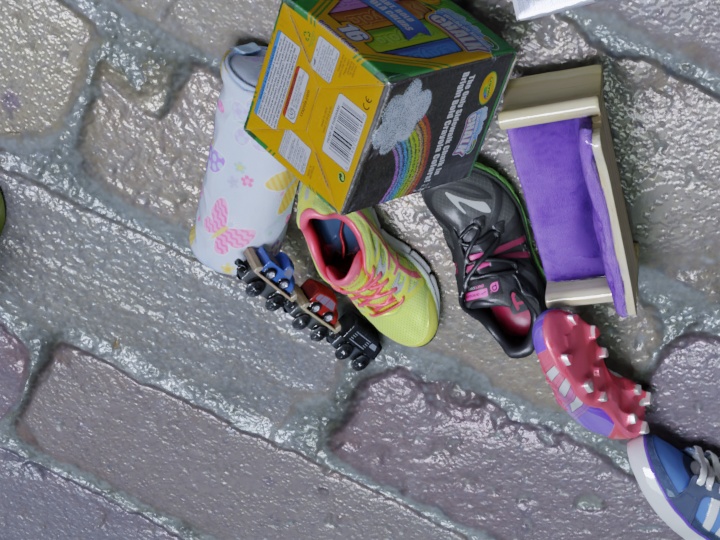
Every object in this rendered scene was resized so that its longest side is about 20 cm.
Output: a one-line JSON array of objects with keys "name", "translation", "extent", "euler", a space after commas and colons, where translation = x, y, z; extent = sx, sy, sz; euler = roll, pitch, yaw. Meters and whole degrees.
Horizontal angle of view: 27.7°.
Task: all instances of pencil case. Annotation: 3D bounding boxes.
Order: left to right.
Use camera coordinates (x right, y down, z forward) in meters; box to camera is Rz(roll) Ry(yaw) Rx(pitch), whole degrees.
[{"name": "pencil case", "translation": [-0.096, -0.093, 1.257], "extent": [0.090, 0.083, 0.202], "euler": [29, 127, 20]}]

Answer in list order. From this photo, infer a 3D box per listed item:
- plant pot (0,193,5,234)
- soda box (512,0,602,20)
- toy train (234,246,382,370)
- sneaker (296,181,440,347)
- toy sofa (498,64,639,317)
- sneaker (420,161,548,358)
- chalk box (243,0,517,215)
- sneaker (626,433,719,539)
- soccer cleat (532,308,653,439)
[{"name": "plant pot", "translation": [-0.420, -0.020, 1.324], "extent": [0.197, 0.194, 0.203], "euler": [7, 125, 10]}, {"name": "soda box", "translation": [0.125, -0.286, 1.042], "extent": [0.063, 0.068, 0.203], "euler": [-11, 98, 21]}, {"name": "toy train", "translation": [-0.042, 0.033, 1.309], "extent": [0.046, 0.034, 0.200], "euler": [-43, 135, 10]}, {"name": "sneaker", "translation": [0.000, 0.000, 1.288], "extent": [0.078, 0.091, 0.201], "euler": [-26, 114, 26]}, {"name": "toy sofa", "translation": [0.172, -0.056, 1.188], "extent": [0.082, 0.098, 0.202], "euler": [-6, 128, 18]}, {"name": "sneaker", "translation": [0.112, -0.010, 1.254], "extent": [0.076, 0.084, 0.201], "euler": [-22, 114, 26]}, {"name": "chalk box", "translation": [0.030, -0.145, 1.146], "extent": [0.124, 0.199, 0.126], "euler": [41, 128, 27]}, {"name": "sneaker", "translation": [0.354, 0.194, 1.330], "extent": [0.146, 0.081, 0.200], "euler": [-35, 107, 25]}, {"name": "soccer cleat", "translation": [0.189, 0.096, 1.282], "extent": [0.076, 0.068, 0.200], "euler": [-6, 150, 35]}]
